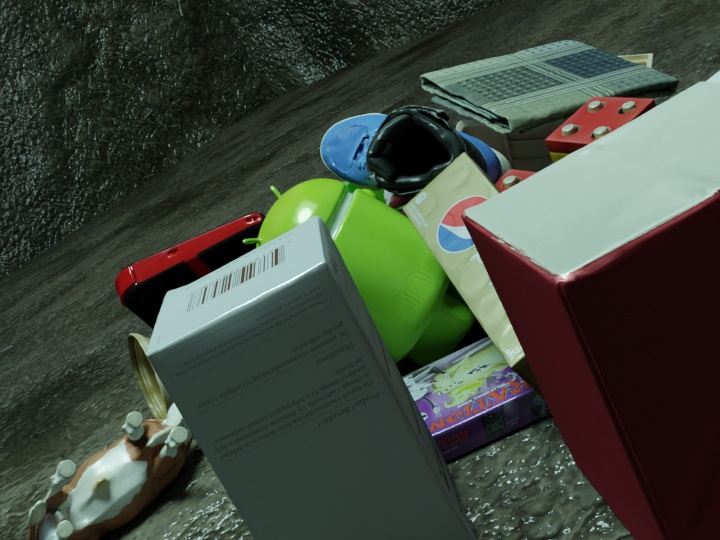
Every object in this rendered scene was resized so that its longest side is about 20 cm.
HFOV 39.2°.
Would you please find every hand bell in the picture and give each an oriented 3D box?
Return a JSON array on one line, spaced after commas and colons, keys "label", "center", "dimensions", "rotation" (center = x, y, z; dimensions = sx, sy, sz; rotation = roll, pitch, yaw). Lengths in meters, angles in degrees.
[{"label": "hand bell", "center": [-0.134, 0.081, 1.072], "dimensions": [0.198, 0.105, 0.104], "rotation": [-21, 12, -24]}]

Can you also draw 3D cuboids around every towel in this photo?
[{"label": "towel", "center": [0.180, -0.180, 1.005], "dimensions": [0.198, 0.035, 0.193], "rotation": [-16, 29, -18]}]

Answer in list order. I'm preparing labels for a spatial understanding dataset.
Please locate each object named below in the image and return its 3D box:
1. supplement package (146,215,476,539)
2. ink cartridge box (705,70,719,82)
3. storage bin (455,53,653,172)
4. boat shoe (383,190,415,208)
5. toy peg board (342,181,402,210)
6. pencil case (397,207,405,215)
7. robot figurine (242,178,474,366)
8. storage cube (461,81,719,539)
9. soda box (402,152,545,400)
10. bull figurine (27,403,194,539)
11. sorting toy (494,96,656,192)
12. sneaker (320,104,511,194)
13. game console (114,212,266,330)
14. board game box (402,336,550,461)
[{"label": "supplement package", "center": [-0.028, 0.089, 0.624], "dimensions": [0.116, 0.202, 0.117], "rotation": [-26, 16, 2]}, {"label": "ink cartridge box", "center": [0.302, -0.056, 0.635], "dimensions": [0.083, 0.146, 0.199], "rotation": [-35, 18, -20]}, {"label": "storage bin", "center": [0.207, -0.152, 1.071], "dimensions": [0.196, 0.095, 0.200], "rotation": [0, 27, 17]}, {"label": "boat shoe", "center": [0.050, -0.115, 1.020], "dimensions": [0.070, 0.070, 0.200], "rotation": [-20, -4, -14]}, {"label": "toy peg board", "center": [0.086, -0.105, 1.222], "dimensions": [0.199, 0.099, 0.199], "rotation": [-39, 20, -35]}, {"label": "pencil case", "center": [0.072, -0.043, 1.017], "dimensions": [0.094, 0.091, 0.200], "rotation": [-52, 13, -29]}, {"label": "robot figurine", "center": [0.000, 0.000, 0.847], "dimensions": [0.116, 0.199, 0.176], "rotation": [-56, 8, 39]}, {"label": "storage cube", "center": [0.180, 0.023, 0.529], "dimensions": [0.170, 0.181, 0.200], "rotation": [-28, 15, -1]}, {"label": "soda box", "center": [0.104, 0.002, 0.720], "dimensions": [0.068, 0.064, 0.201], "rotation": [-41, 38, 10]}, {"label": "bull figurine", "center": [-0.201, 0.171, 0.870], "dimensions": [0.200, 0.065, 0.122], "rotation": [-44, -12, -25]}, {"label": "sorting toy", "center": [0.209, -0.066, 0.803], "dimensions": [0.200, 0.070, 0.198], "rotation": [-40, 29, -22]}, {"label": "sneaker", "center": [0.025, -0.106, 0.880], "dimensions": [0.199, 0.078, 0.111], "rotation": [21, 2, 35]}, {"label": "game console", "center": [-0.143, 0.022, 1.067], "dimensions": [0.175, 0.200, 0.031], "rotation": [-26, 58, 6]}, {"label": "board game box", "center": [0.100, 0.084, 0.752], "dimensions": [0.198, 0.033, 0.120], "rotation": [-26, 20, 6]}]
